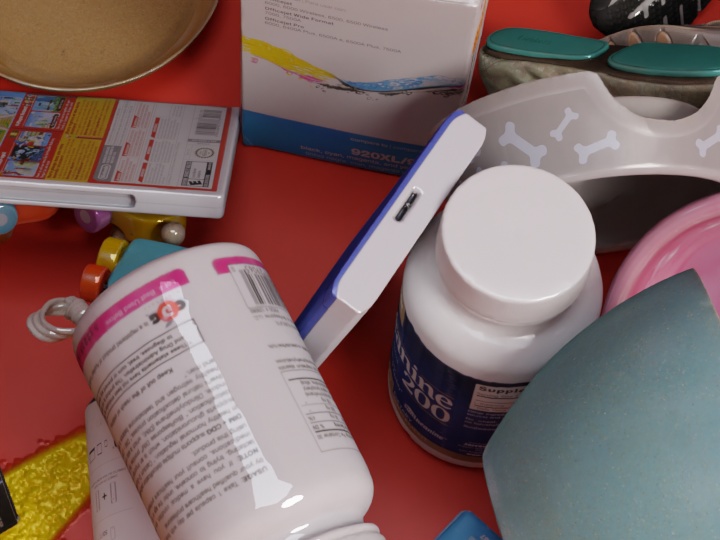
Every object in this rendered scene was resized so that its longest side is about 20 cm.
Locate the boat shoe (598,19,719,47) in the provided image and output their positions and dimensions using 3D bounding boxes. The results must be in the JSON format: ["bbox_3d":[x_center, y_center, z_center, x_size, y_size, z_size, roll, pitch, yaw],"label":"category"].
[{"bbox_3d":[0.235,-0.126,1.127,0.199,0.073,0.075,1,98,33],"label":"boat shoe"}]

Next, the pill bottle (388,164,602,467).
[{"bbox_3d":[0.076,0.026,0.986,0.110,0.200,0.112,1,62,-3],"label":"pill bottle"}]

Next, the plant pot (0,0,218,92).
[{"bbox_3d":[-0.192,-0.200,1.186,0.198,0.028,0.201,2,62,-3],"label":"plant pot"}]

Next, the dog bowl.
[{"bbox_3d":[0.141,-0.059,1.042,0.198,0.200,0.059,-4,75,-5],"label":"dog bowl"}]

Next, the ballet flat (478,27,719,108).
[{"bbox_3d":[0.162,-0.114,1.103,0.199,0.063,0.067,15,33,42],"label":"ballet flat"}]

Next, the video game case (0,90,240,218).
[{"bbox_3d":[-0.178,-0.076,1.084,0.198,0.018,0.143,4,27,-1],"label":"video game case"}]

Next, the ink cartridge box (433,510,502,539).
[{"bbox_3d":[0.041,0.255,0.931,0.144,0.085,0.200,40,66,17],"label":"ink cartridge box"}]

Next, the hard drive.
[{"bbox_3d":[0.000,0.000,0.995,0.025,0.200,0.132,35,65,-2],"label":"hard drive"}]

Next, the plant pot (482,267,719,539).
[{"bbox_3d":[0.140,0.116,0.889,0.134,0.200,0.201,-19,64,7],"label":"plant pot"}]

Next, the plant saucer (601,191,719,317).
[{"bbox_3d":[0.240,0.048,1.016,0.200,0.201,0.051,36,26,15],"label":"plant saucer"}]

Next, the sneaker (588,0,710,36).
[{"bbox_3d":[0.219,-0.227,1.209,0.080,0.074,0.200,34,60,29],"label":"sneaker"}]

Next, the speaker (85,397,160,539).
[{"bbox_3d":[-0.109,0.167,0.971,0.081,0.081,0.201,-6,63,-6],"label":"speaker"}]

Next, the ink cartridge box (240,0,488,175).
[{"bbox_3d":[0.008,-0.178,1.087,0.144,0.200,0.148,12,63,3],"label":"ink cartridge box"}]

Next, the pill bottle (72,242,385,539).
[{"bbox_3d":[-0.063,0.097,0.909,0.113,0.114,0.201,-23,69,-14],"label":"pill bottle"}]

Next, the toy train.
[{"bbox_3d":[-0.171,-0.007,1.055,0.149,0.056,0.200,-13,39,-23],"label":"toy train"}]

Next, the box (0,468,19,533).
[{"bbox_3d":[-0.272,0.061,0.948,0.086,0.200,0.164,-29,68,-17],"label":"box"}]
